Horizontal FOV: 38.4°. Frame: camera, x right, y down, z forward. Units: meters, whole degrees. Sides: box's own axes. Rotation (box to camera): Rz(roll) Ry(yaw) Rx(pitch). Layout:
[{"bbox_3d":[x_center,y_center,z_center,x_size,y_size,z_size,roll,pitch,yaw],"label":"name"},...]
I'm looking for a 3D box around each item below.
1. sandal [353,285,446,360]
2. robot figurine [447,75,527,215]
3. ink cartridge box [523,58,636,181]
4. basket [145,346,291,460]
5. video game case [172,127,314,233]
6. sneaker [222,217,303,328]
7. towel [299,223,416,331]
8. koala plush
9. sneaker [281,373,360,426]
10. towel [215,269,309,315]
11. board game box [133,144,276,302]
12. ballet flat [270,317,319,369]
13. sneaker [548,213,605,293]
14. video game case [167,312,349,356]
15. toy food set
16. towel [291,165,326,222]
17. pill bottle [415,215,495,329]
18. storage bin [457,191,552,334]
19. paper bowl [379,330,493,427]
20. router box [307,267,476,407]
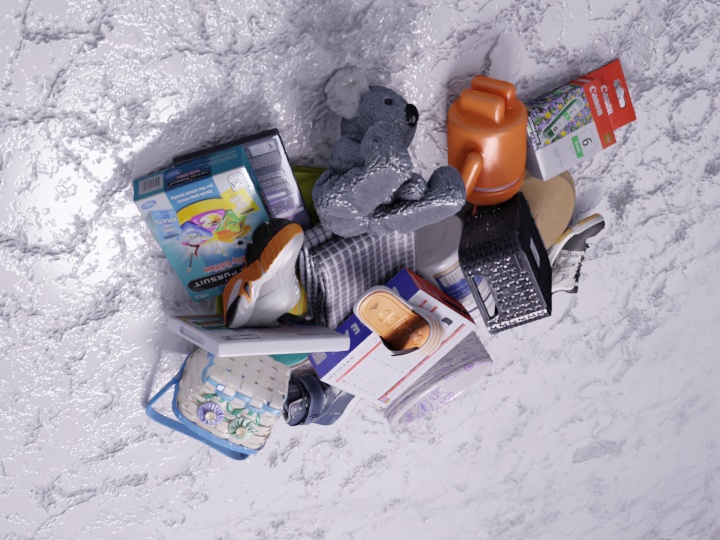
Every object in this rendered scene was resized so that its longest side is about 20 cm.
[{"bbox_3d":[0.059,0.087,1.421,0.079,0.059,0.206,-42,143,12],"label":"sandal"},{"bbox_3d":[0.180,-0.177,1.486,0.116,0.144,0.201,-9,132,-4],"label":"robot figurine"},{"bbox_3d":[0.333,-0.229,1.560,0.199,0.050,0.109,-27,111,-9],"label":"ink cartridge box"},{"bbox_3d":[-0.208,0.197,1.529,0.176,0.140,0.200,27,135,-16],"label":"basket"},{"bbox_3d":[-0.150,-0.092,1.391,0.142,0.019,0.201,-16,136,4],"label":"video game case"},{"bbox_3d":[-0.111,0.005,1.374,0.091,0.076,0.200,8,139,-29],"label":"sneaker"},{"bbox_3d":[0.000,0.000,1.480,0.165,0.086,0.201,-32,144,-20],"label":"towel"},{"bbox_3d":[0.019,-0.161,1.358,0.183,0.201,0.177,-25,145,34],"label":"koala plush"},{"bbox_3d":[-0.057,0.173,1.654,0.146,0.077,0.203,7,122,-39],"label":"sneaker"},{"bbox_3d":[-0.121,0.043,1.550,0.199,0.018,0.086,-12,130,-24],"label":"towel"},{"bbox_3d":[-0.190,-0.057,1.372,0.150,0.047,0.201,-17,134,6],"label":"board game box"},{"bbox_3d":[-0.075,0.109,1.597,0.199,0.068,0.067,-25,160,0],"label":"ballet flat"},{"bbox_3d":[0.349,-0.007,1.740,0.200,0.088,0.076,-46,164,16],"label":"sneaker"},{"bbox_3d":[-0.144,0.087,1.443,0.199,0.182,0.024,-1,99,-32],"label":"video game case"},{"bbox_3d":[0.263,-0.091,1.657,0.197,0.049,0.201,-29,135,-9],"label":"toy food set"},{"bbox_3d":[-0.038,-0.102,1.472,0.199,0.018,0.086,3,123,-33],"label":"towel"},{"bbox_3d":[0.148,0.007,1.620,0.111,0.111,0.200,-37,136,1],"label":"pill bottle"},{"bbox_3d":[0.215,-0.014,1.508,0.093,0.200,0.136,-19,110,17],"label":"storage bin"},{"bbox_3d":[0.111,0.163,1.702,0.200,0.105,0.201,-28,163,-9],"label":"paper bowl"},{"bbox_3d":[0.050,0.104,1.527,0.200,0.049,0.179,-42,143,12],"label":"router box"}]
